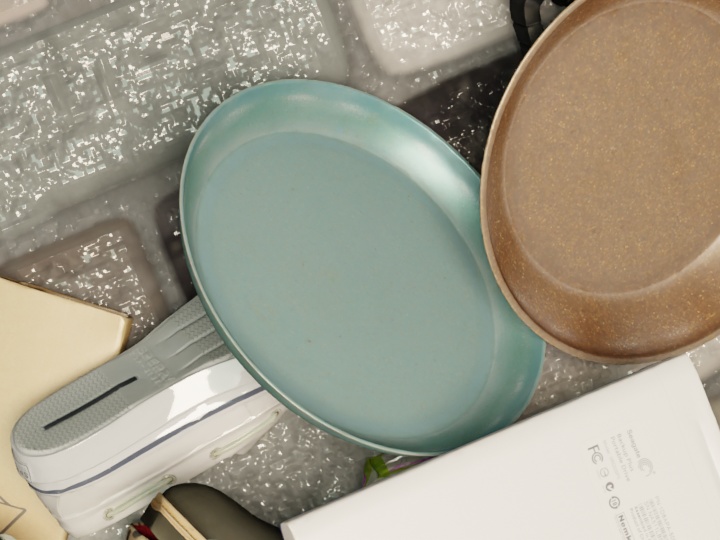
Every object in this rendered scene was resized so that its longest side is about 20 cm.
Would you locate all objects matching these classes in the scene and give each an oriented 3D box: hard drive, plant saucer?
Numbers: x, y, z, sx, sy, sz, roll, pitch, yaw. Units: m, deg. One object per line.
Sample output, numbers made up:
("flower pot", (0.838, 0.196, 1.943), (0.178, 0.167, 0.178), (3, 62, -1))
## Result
("hard drive", (0.079, 0.133, 0.683), (0.198, 0.025, 0.133), (-20, 87, -18))
("plant saucer", (0.000, 0.000, 0.741), (0.198, 0.027, 0.202), (19, 50, -24))
("plant saucer", (0.139, -0.054, 0.767), (0.198, 0.037, 0.203), (-9, 114, -21))

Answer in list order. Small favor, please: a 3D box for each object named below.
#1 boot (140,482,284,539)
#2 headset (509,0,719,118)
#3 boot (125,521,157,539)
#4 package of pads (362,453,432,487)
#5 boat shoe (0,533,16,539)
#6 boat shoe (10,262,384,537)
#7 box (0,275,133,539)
("boot", (0.015, 0.116, 0.714), (0.199, 0.077, 0.139), (35, 85, -16))
("headset", (0.126, -0.174, 0.791), (0.122, 0.094, 0.202), (-15, 107, -8))
("boot", (-0.055, 0.222, 0.776), (0.198, 0.073, 0.152), (20, 90, 1))
("package of pads", (0.101, 0.158, 0.786), (0.197, 0.068, 0.157), (-2, 93, -5))
("boat shoe", (-0.178, 0.148, 0.723), (0.199, 0.060, 0.076), (38, 57, 7))
("boat shoe", (-0.073, 0.059, 0.777), (0.198, 0.074, 0.067), (-26, 126, -11))
("box", (-0.217, 0.095, 0.783), (0.162, 0.021, 0.202), (17, 89, -4))
